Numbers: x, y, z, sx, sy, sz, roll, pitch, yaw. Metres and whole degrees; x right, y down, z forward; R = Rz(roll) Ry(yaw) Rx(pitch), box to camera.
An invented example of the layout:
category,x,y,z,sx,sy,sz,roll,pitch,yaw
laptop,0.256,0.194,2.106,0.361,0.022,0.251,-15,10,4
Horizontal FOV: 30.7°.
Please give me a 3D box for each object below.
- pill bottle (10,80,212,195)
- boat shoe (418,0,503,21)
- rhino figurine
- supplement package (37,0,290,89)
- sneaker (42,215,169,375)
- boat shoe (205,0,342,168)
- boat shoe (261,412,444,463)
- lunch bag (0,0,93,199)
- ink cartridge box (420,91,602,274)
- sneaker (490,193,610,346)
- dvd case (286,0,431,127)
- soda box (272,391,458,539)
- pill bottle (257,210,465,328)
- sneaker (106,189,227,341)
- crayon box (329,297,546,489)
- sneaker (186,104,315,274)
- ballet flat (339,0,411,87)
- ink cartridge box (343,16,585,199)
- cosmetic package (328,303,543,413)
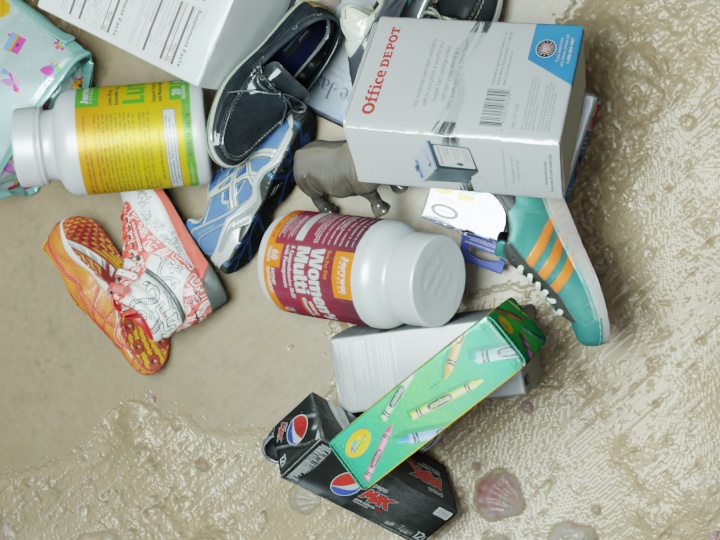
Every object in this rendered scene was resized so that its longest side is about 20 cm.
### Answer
category,x,y,z,sx,sy,sz,roll,pitch,yaw
pill bottle,-0.260,-0.138,1.378,0.198,0.111,0.112,-6,93,-5
boat shoe,0.076,-0.231,1.333,0.074,0.060,0.201,43,108,35
rhino figurine,0.008,-0.100,1.324,0.199,0.060,0.088,-3,138,47
supplement package,-0.195,-0.296,1.372,0.199,0.152,0.152,27,101,13
sneaker,-0.283,0.031,1.481,0.077,0.073,0.201,-35,86,47
boat shoe,-0.088,-0.191,1.341,0.201,0.075,0.062,-54,37,-7
boat shoe,-0.010,0.176,1.397,0.198,0.068,0.072,-6,93,18
lunch bag,-0.402,-0.206,1.462,0.170,0.122,0.201,38,110,12
ink cartridge box,0.147,-0.098,1.321,0.136,0.076,0.201,20,98,14
sneaker,0.172,-0.012,1.250,0.079,0.071,0.201,-24,94,2
dvd case,-0.011,-0.259,1.388,0.142,0.018,0.201,26,102,13
soda box,0.006,0.203,1.332,0.199,0.071,0.063,33,116,-33
pill bottle,0.000,0.000,1.326,0.199,0.109,0.111,8,97,39
sneaker,-0.241,-0.021,1.431,0.108,0.067,0.202,-32,84,-18
crayon box,0.074,0.113,1.230,0.200,0.119,0.058,-40,85,18
sneaker,-0.119,-0.096,1.404,0.077,0.076,0.201,37,102,16
ballet flat,0.020,-0.271,1.329,0.073,0.073,0.201,27,96,13
ink cartridge box,0.100,-0.154,1.213,0.198,0.086,0.147,5,55,17
cosmetic package,0.080,0.090,1.343,0.198,0.107,0.091,-11,92,16
